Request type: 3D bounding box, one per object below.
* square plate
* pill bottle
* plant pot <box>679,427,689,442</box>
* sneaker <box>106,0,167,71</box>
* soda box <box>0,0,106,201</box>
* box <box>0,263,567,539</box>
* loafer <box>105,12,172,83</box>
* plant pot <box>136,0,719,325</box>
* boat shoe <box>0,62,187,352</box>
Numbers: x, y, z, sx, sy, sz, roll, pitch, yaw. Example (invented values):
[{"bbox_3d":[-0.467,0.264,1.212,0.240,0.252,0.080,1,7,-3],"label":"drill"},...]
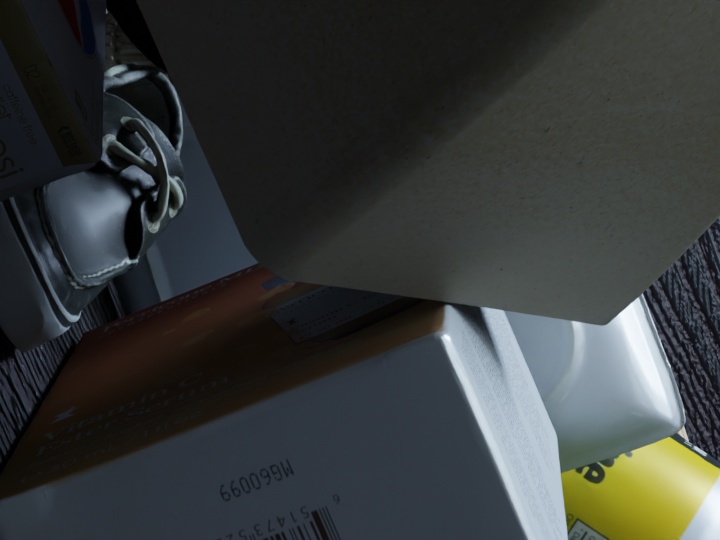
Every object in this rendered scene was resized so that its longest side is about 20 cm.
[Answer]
[{"bbox_3d":[0.000,0.000,0.974,0.028,0.200,0.199,23,48,-75],"label":"square plate"},{"bbox_3d":[0.085,0.104,1.025,0.200,0.113,0.112,33,3,8],"label":"pill bottle"},{"bbox_3d":[0.087,0.090,1.444,0.200,0.183,0.201,-20,90,-83],"label":"plant pot"},{"bbox_3d":[-0.078,-0.166,1.009,0.201,0.108,0.067,51,-20,35],"label":"sneaker"},{"bbox_3d":[-0.126,-0.099,0.845,0.200,0.064,0.068,-97,165,-58],"label":"soda box"},{"bbox_3d":[-0.020,0.066,0.834,0.200,0.152,0.107,-82,149,-76],"label":"box"},{"bbox_3d":[-0.068,-0.026,1.066,0.200,0.076,0.068,64,-34,28],"label":"loafer"},{"bbox_3d":[0.053,-0.120,0.747,0.200,0.177,0.200,10,50,-56],"label":"plant pot"},{"bbox_3d":[-0.097,-0.034,0.881,0.200,0.064,0.071,-90,159,-70],"label":"boat shoe"}]
